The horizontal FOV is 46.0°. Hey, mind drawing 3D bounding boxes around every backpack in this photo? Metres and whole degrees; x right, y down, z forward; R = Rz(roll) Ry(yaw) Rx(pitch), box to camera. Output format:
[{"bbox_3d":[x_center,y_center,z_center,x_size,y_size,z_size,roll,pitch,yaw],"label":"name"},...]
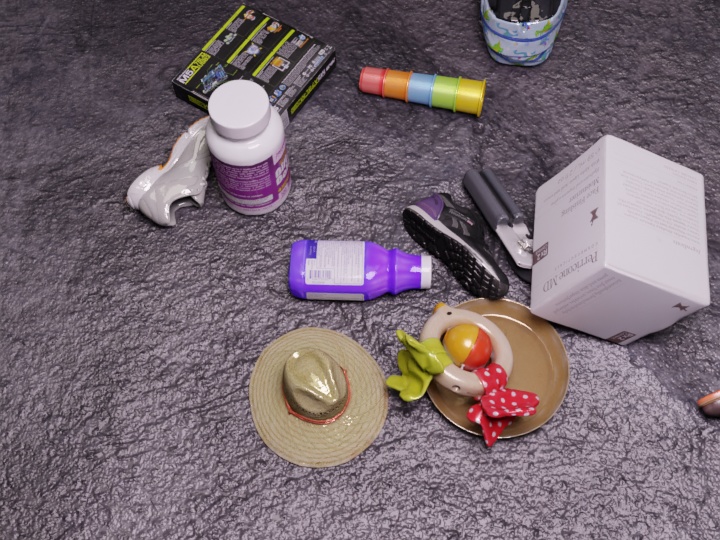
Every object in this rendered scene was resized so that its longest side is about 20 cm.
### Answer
[{"bbox_3d":[0.266,-0.434,1.388,0.162,0.154,0.201,6,41,1],"label":"backpack"}]

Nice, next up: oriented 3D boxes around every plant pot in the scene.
[{"bbox_3d":[0.181,0.132,1.147,0.199,0.028,0.201,-1,63,1],"label":"plant pot"}]

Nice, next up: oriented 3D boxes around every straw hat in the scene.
[{"bbox_3d":[-0.060,0.149,1.108,0.200,0.085,0.202,0,62,0],"label":"straw hat"}]

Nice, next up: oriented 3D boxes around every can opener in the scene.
[{"bbox_3d":[0.205,-0.068,1.233,0.052,0.067,0.201,-5,52,-26],"label":"can opener"}]

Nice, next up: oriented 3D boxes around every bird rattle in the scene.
[{"bbox_3d":[0.139,0.116,1.090,0.199,0.113,0.163,18,48,7],"label":"bird rattle"}]

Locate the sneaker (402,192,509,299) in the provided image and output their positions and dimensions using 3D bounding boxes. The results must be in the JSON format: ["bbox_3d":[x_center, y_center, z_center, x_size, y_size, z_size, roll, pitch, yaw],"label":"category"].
[{"bbox_3d":[0.154,-0.047,1.206,0.087,0.076,0.200,-31,58,-22],"label":"sneaker"}]

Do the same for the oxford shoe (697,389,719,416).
[{"bbox_3d":[0.538,0.182,1.092,0.199,0.071,0.073,-2,67,0],"label":"oxford shoe"}]

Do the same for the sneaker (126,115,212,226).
[{"bbox_3d":[-0.252,-0.145,1.280,0.092,0.076,0.200,39,77,11],"label":"sneaker"}]

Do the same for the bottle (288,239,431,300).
[{"bbox_3d":[0.000,0.000,1.196,0.199,0.065,0.084,1,63,1],"label":"bottle"}]

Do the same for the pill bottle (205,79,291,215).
[{"bbox_3d":[-0.161,-0.175,1.214,0.111,0.200,0.113,0,62,1],"label":"pill bottle"}]

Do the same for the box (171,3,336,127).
[{"bbox_3d":[-0.170,-0.322,1.380,0.192,0.048,0.200,28,67,17],"label":"box"}]

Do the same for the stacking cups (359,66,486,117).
[{"bbox_3d":[0.098,-0.294,1.350,0.199,0.061,0.061,13,63,8],"label":"stacking cups"}]

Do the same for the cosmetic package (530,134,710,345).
[{"bbox_3d":[0.341,-0.035,1.128,0.164,0.165,0.201,19,60,-17],"label":"cosmetic package"}]
